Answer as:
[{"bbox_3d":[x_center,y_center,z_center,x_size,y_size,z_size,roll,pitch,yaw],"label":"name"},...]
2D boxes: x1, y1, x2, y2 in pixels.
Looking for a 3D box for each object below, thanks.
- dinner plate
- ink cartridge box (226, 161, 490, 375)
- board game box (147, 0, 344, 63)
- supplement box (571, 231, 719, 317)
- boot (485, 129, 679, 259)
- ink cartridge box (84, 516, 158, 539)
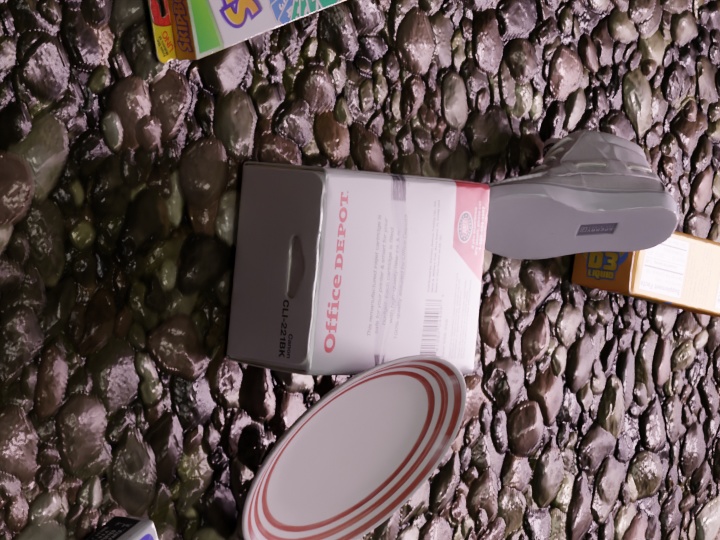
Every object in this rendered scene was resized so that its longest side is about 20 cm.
[{"bbox_3d":[-0.007,0.133,1.680,0.199,0.024,0.201,-27,145,-21],"label":"dinner plate"},{"bbox_3d":[0.000,0.000,1.687,0.199,0.083,0.146,3,93,-52],"label":"ink cartridge box"},{"bbox_3d":[-0.077,-0.215,1.615,0.199,0.030,0.096,-27,114,-44],"label":"board game box"},{"bbox_3d":[0.266,-0.003,2.032,0.199,0.066,0.069,15,86,-50],"label":"supplement box"},{"bbox_3d":[0.160,-0.067,1.899,0.198,0.096,0.074,2,134,-28],"label":"boot"},{"bbox_3d":[-0.186,0.297,1.523,0.198,0.043,0.202,-36,119,-43],"label":"ink cartridge box"}]
